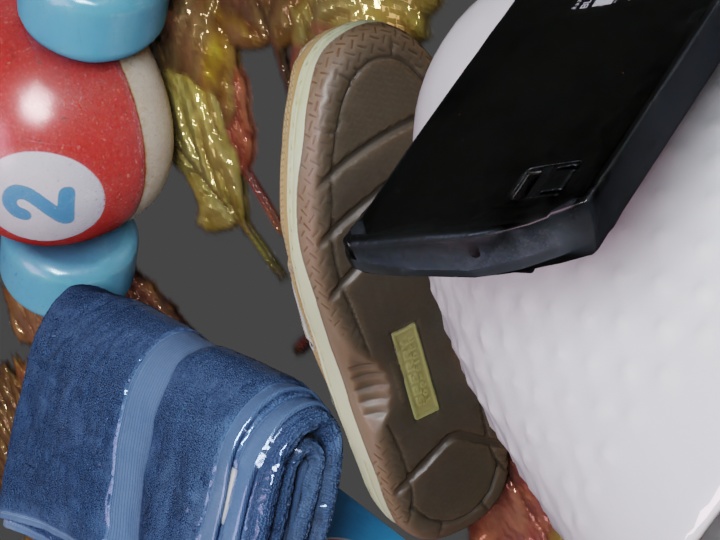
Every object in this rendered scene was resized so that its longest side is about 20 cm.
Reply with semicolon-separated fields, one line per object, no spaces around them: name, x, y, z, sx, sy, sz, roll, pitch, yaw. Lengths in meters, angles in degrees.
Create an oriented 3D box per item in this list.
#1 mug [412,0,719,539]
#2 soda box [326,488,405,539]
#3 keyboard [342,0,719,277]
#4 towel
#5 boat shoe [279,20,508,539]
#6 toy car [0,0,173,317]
mug;0.109;-0.020;0.615;0.200;0.147;0.176;-51;51;24
soda box;0.013;0.158;0.931;0.200;0.068;0.064;34;138;40
keyboard;0.083;-0.062;0.559;0.104;0.200;0.040;-4;132;47
towel;-0.079;0.077;0.928;0.200;0.048;0.112;23;104;56
boat shoe;0.000;0.000;0.847;0.076;0.071;0.201;38;141;55
toy car;-0.198;-0.064;0.969;0.177;0.200;0.185;46;144;29
